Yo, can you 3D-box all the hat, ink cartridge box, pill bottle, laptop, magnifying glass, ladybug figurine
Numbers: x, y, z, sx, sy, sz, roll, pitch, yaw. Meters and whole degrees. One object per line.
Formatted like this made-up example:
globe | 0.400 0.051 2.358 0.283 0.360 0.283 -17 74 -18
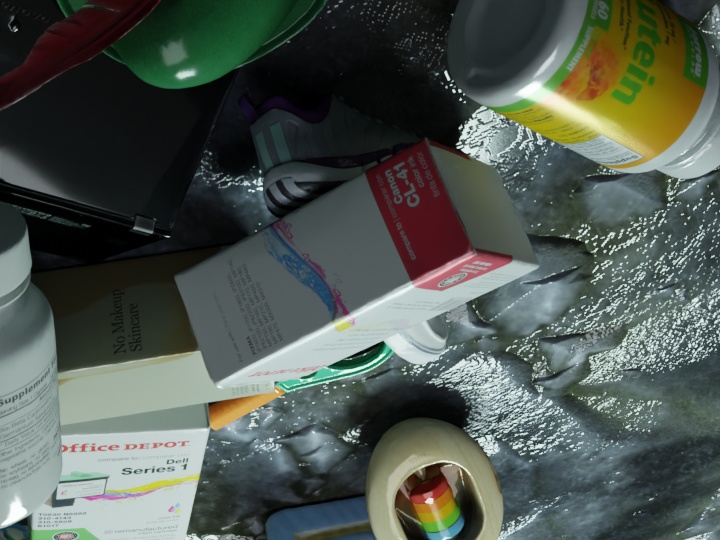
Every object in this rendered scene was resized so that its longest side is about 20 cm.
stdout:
hat | -0.088 -0.122 0.668 0.200 0.176 0.166 -21 137 4
ink cartridge box | 0.000 0.000 0.822 0.200 0.086 0.148 -25 168 20
pill bottle | 0.164 -0.130 0.808 0.200 0.111 0.111 19 132 -36
laptop | -0.213 -0.093 0.818 0.187 0.116 0.200 17 162 -33
magnifying glass | -0.055 0.091 1.094 0.200 0.022 0.080 -28 141 19
ladybug figurine | 0.070 0.226 1.227 0.136 0.072 0.200 -22 118 -8
ink cartridge box | -0.218 0.161 1.078 0.145 0.084 0.200 -1 140 -17
pill bottle | -0.254 0.059 0.790 0.114 0.114 0.200 -3 123 -14

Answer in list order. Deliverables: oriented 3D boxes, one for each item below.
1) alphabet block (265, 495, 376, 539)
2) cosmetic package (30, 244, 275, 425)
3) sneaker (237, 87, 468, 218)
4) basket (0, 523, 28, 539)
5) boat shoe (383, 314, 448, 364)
alphabet block | 0.007 0.377 1.340 0.196 0.196 0.200 -7 143 -6
cosmetic package | -0.171 0.049 0.937 0.200 0.105 0.071 -9 140 -9
sneaker | 0.004 -0.091 0.850 0.074 0.088 0.200 -30 166 37
basket | -0.349 0.336 1.161 0.176 0.200 0.139 22 130 -38
boat shoe | 0.033 0.010 0.977 0.065 0.074 0.200 -23 143 18
